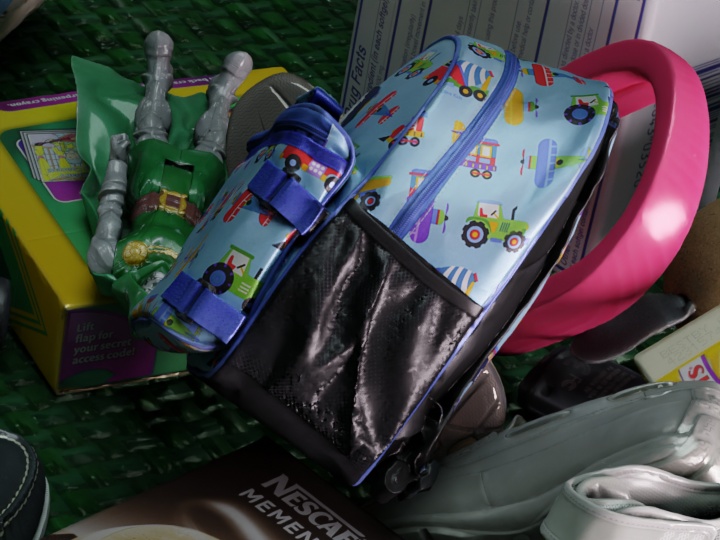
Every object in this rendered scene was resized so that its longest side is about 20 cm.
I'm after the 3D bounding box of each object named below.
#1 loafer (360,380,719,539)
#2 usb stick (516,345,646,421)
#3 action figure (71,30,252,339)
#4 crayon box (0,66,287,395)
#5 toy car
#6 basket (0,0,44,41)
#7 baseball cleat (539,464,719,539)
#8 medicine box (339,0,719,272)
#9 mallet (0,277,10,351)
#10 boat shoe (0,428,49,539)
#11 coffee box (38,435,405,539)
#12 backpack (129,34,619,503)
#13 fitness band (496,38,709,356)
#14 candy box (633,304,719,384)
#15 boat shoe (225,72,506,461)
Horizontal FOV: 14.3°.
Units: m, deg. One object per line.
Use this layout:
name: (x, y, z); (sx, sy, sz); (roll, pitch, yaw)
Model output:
loafer: (0.068, 0.098, 1.206); (0.200, 0.070, 0.070); (-18, 31, 22)
usb stick: (0.166, 0.092, 1.347); (0.200, 0.033, 0.055); (27, 43, 25)
action figure: (-0.088, -0.036, 1.354); (0.118, 0.055, 0.200); (11, 40, -6)
crayon box: (-0.091, -0.024, 1.429); (0.200, 0.058, 0.173); (-9, 40, -27)
toy car: (0.201, 0.023, 1.376); (0.200, 0.158, 0.164); (-2, 21, 6)
basket: (-0.259, -0.205, 1.572); (0.200, 0.139, 0.176); (43, 34, -5)
baseball cleat: (0.069, 0.138, 1.126); (0.200, 0.107, 0.070); (-27, 31, -13)
medicine box: (0.099, -0.123, 1.523); (0.103, 0.182, 0.200); (-20, 43, -40)
mallet: (-0.178, 0.044, 1.278); (0.066, 0.041, 0.200); (5, 18, -16)
boat shoe: (-0.187, 0.113, 1.187); (0.076, 0.060, 0.200); (18, 33, 13)
coffee box: (-0.077, 0.154, 1.134); (0.113, 0.080, 0.200); (33, 39, 33)
backpack: (0.012, -0.019, 1.212); (0.134, 0.200, 0.183); (36, -3, -6)
fitness band: (0.101, -0.033, 1.385); (0.037, 0.200, 0.144); (26, 64, -23)
candy box: (0.209, 0.087, 1.231); (0.102, 0.026, 0.200); (-32, 56, 3)
boat shoe: (0.000, 0.000, 1.344); (0.074, 0.200, 0.073); (-27, 5, 8)
